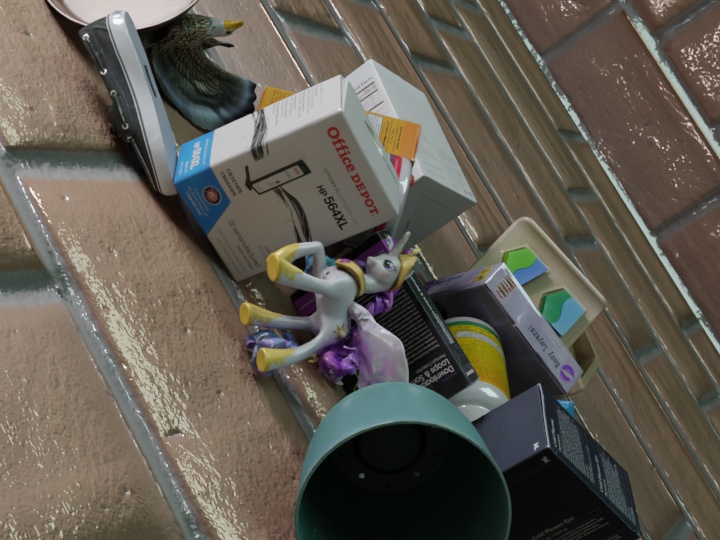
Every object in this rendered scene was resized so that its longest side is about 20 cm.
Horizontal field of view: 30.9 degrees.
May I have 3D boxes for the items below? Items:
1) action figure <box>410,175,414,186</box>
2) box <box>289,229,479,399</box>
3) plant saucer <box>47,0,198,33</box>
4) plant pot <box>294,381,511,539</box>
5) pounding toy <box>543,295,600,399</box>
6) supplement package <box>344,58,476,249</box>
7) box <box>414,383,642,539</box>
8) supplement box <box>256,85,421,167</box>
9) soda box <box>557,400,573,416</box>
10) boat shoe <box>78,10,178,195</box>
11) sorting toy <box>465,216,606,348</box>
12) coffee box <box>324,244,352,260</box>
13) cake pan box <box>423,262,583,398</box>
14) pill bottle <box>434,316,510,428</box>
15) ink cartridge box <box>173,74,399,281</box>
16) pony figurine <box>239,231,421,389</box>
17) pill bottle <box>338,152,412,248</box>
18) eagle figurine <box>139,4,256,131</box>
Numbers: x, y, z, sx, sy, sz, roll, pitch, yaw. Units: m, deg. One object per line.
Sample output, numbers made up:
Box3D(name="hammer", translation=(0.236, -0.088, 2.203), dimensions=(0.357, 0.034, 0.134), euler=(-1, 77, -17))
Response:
Box3D(name="action figure", translation=(-0.025, -0.146, 1.663), dimensions=(0.199, 0.065, 0.099), euler=(17, 17, 1))
Box3D(name="box", translation=(0.025, 0.075, 1.471), dimensions=(0.200, 0.143, 0.036), euler=(59, 28, 7))
Box3D(name="plant saucer", translation=(-0.257, -0.334, 1.447), dimensions=(0.035, 0.200, 0.201), euler=(90, -20, -61))
Box3D(name="plant pot", translation=(0.034, 0.201, 1.257), dimensions=(0.201, 0.200, 0.161), euler=(49, 10, -17))
Box3D(name="pounding toy", translation=(0.256, 0.091, 1.993), dimensions=(0.201, 0.142, 0.184), euler=(66, 22, -2))
Box3D(name="supplement package", translation=(0.031, -0.151, 1.799), dimensions=(0.152, 0.150, 0.200), euler=(21, 40, -55))
Box3D(name="box", translation=(0.177, 0.256, 1.456), dimensions=(0.182, 0.200, 0.104), euler=(44, 25, -28))
Box3D(name="supplement box", translation=(-0.031, -0.161, 1.578), dimensions=(0.199, 0.067, 0.069), euler=(13, 57, -4))
Box3D(name="soda box", translation=(0.226, 0.263, 1.605), dimensions=(0.068, 0.064, 0.201), euler=(-14, 105, -68))
Box3D(name="boat shoe", translation=(-0.241, -0.171, 1.372), dimensions=(0.069, 0.056, 0.201), euler=(-58, 131, -84))
Box3D(name="sorting toy", translation=(0.229, 0.053, 1.854), dimensions=(0.185, 0.200, 0.036), euler=(46, -8, -6))
Box3D(name="coffee box", translation=(0.000, 0.000, 1.612), dimensions=(0.114, 0.080, 0.200), euler=(19, 41, -56))
Box3D(name="cake pan box", translation=(0.181, 0.091, 1.743), dimensions=(0.052, 0.184, 0.200), euler=(-43, 102, -27))
Box3D(name="pill bottle", translation=(0.130, 0.158, 1.620), dimensions=(0.113, 0.113, 0.200), euler=(45, 24, -26))
Box3D(name="ink cartridge box", translation=(-0.076, -0.096, 1.389), dimensions=(0.146, 0.199, 0.084), euler=(59, 17, -30))
Box3D(name="pony figurine", translation=(-0.026, 0.054, 1.372), dimensions=(0.199, 0.194, 0.166), euler=(-4, 20, -36))
Box3D(name="pill bottle", translation=(-0.051, -0.100, 1.507), dimensions=(0.199, 0.120, 0.120), euler=(17, 30, -6))
Box3D(name="eagle figurine", translation=(-0.206, -0.269, 1.545), dimensions=(0.152, 0.150, 0.200), euler=(-63, 162, -23))
